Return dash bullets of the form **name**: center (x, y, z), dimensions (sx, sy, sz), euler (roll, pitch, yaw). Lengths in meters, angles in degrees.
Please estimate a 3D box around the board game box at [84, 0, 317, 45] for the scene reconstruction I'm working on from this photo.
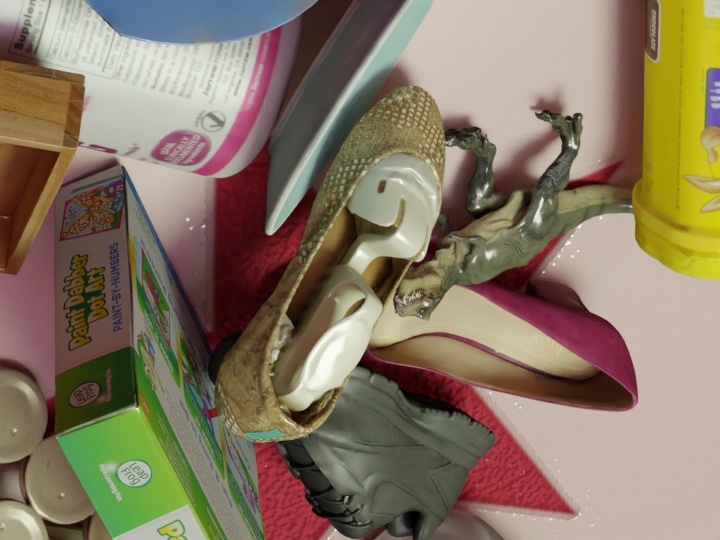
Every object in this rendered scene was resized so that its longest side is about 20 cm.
- **board game box**: center (-0.099, -0.174, 0.783), dimensions (0.200, 0.039, 0.158), euler (44, 56, 0)

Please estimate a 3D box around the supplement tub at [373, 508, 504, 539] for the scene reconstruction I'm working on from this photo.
- **supplement tub**: center (0.081, 0.246, 1.124), dimensions (0.122, 0.123, 0.200), euler (-38, 126, 5)

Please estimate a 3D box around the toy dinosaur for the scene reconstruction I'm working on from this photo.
- **toy dinosaur**: center (0.088, -0.039, 0.997), dimensions (0.199, 0.047, 0.089), euler (-21, 114, -27)

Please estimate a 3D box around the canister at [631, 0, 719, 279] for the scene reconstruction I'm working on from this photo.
- **canister**: center (0.216, -0.114, 0.968), dimensions (0.148, 0.087, 0.201), euler (-20, 124, -24)

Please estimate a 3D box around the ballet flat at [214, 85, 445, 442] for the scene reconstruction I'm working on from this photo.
- **ballet flat**: center (0.000, 0.000, 0.910), dimensions (0.070, 0.065, 0.201), euler (33, 80, -33)

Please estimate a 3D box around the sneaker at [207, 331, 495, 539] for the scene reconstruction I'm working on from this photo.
- **sneaker**: center (-0.008, 0.096, 1.002), dimensions (0.199, 0.076, 0.091), euler (28, 83, -38)

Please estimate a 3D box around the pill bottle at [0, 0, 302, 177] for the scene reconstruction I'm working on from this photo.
- **pill bottle**: center (-0.137, -0.116, 0.824), dimensions (0.199, 0.114, 0.114), euler (13, 115, -26)

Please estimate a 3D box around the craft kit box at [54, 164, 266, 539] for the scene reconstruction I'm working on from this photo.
- **craft kit box**: center (-0.095, 0.083, 0.910), dimensions (0.048, 0.198, 0.201), euler (-21, 125, 2)

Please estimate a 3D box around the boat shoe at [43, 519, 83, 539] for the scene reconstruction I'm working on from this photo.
- **boat shoe**: center (-0.207, 0.170, 1.002), dimensions (0.200, 0.066, 0.072), euler (16, 113, -28)

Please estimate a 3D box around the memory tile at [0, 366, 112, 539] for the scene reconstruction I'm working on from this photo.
- **memory tile**: center (-0.174, 0.163, 0.977), dimensions (0.200, 0.017, 0.154), euler (49, 63, -22)

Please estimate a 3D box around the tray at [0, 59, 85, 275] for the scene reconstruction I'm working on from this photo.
- **tray**: center (-0.186, -0.046, 0.809), dimensions (0.098, 0.200, 0.037), euler (9, 72, -15)

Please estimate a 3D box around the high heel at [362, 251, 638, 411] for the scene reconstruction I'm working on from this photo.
- **high heel**: center (0.056, 0.037, 1.001), dimensions (0.199, 0.096, 0.068), euler (0, 121, -21)

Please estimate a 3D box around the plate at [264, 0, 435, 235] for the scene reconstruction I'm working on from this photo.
- **plate**: center (0.004, -0.106, 0.855), dimensions (0.025, 0.200, 0.201), euler (33, 107, 0)
